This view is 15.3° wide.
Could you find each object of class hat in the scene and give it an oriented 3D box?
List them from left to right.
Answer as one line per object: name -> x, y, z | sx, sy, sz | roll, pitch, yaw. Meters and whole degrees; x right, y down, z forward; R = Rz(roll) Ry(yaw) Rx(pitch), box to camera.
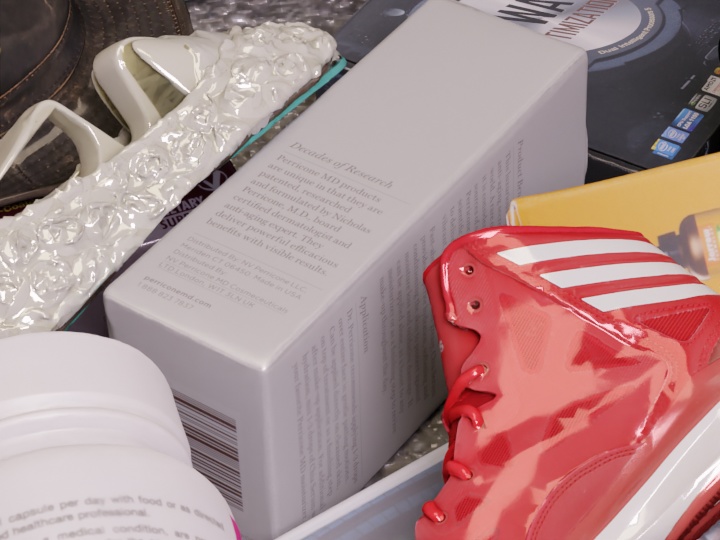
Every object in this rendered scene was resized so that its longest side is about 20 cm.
hat -> -0.165, -0.100, 0.990 | 0.200, 0.081, 0.201 | -4, 43, 3

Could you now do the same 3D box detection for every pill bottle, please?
pill bottle -> -0.081, 0.123, 0.790 | 0.113, 0.113, 0.200 | -11, 52, -10

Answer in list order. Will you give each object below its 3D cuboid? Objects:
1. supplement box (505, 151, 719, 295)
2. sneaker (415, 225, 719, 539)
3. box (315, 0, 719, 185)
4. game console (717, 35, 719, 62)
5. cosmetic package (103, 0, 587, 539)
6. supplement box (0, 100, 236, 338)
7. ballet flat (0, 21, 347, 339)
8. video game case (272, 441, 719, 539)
supplement box -> 0.153, -0.014, 0.879 | 0.200, 0.067, 0.069 | -13, -2, 8
sneaker -> 0.035, 0.065, 0.821 | 0.200, 0.078, 0.116 | -37, 71, -22
box -> 0.099, -0.099, 1.097 | 0.160, 0.044, 0.200 | 22, 47, 24
game console -> 0.232, -0.017, 0.914 | 0.177, 0.031, 0.200 | -17, 80, 10
cosmetic package -> 0.000, 0.000, 0.950 | 0.071, 0.102, 0.200 | 24, 48, 26
supplement box -> -0.120, -0.048, 1.035 | 0.109, 0.061, 0.200 | -17, 44, -15
ballet flat -> -0.081, -0.041, 0.922 | 0.072, 0.072, 0.200 | 25, 51, 26
video game case -> 0.082, 0.118, 0.865 | 0.200, 0.023, 0.182 | -27, 54, -25
